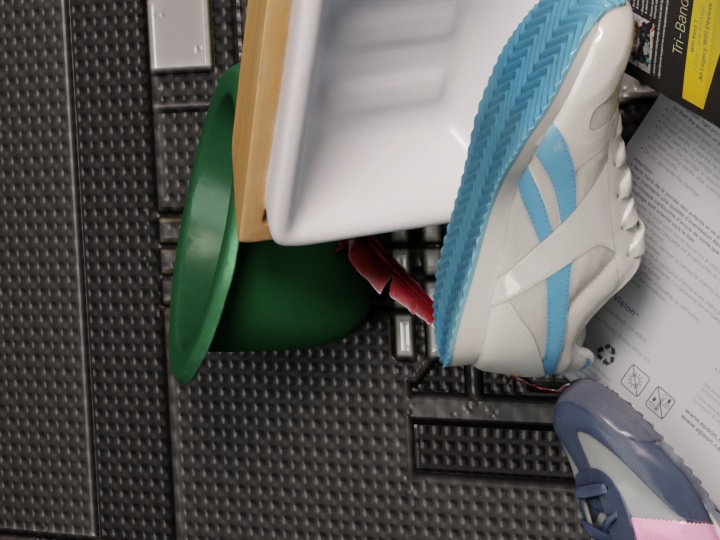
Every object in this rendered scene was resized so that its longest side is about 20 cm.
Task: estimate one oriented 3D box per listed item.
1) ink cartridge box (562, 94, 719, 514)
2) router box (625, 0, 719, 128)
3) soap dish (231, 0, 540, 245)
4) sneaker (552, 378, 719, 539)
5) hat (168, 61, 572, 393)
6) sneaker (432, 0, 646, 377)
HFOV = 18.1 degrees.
[{"bbox_3d":[0.195,0.010,1.058,0.196,0.043,0.200,43,114,24],"label":"ink cartridge box"},{"bbox_3d":[0.172,-0.158,0.953,0.157,0.052,0.201,38,135,43],"label":"router box"},{"bbox_3d":[0.018,-0.114,1.061,0.081,0.157,0.201,-124,33,-44],"label":"soap dish"},{"bbox_3d":[0.136,0.149,1.063,0.201,0.082,0.070,57,162,5],"label":"sneaker"},{"bbox_3d":[0.000,0.000,1.195,0.166,0.175,0.201,119,158,-54],"label":"hat"},{"bbox_3d":[0.093,-0.041,1.037,0.077,0.080,0.201,-100,22,-56],"label":"sneaker"}]
